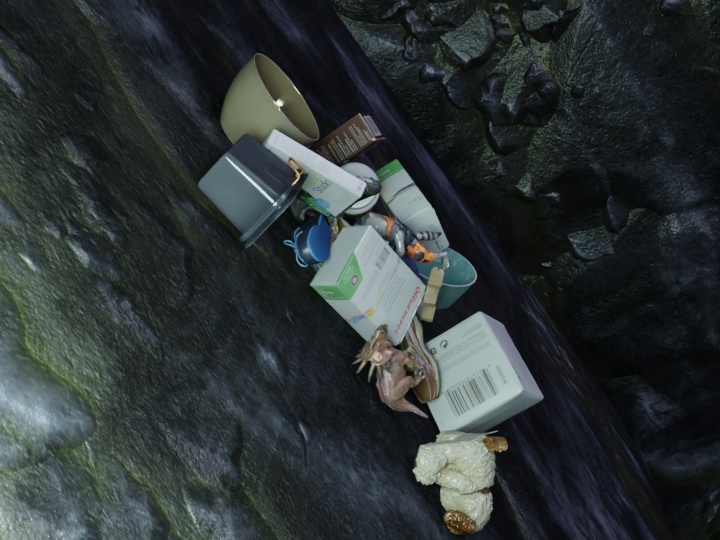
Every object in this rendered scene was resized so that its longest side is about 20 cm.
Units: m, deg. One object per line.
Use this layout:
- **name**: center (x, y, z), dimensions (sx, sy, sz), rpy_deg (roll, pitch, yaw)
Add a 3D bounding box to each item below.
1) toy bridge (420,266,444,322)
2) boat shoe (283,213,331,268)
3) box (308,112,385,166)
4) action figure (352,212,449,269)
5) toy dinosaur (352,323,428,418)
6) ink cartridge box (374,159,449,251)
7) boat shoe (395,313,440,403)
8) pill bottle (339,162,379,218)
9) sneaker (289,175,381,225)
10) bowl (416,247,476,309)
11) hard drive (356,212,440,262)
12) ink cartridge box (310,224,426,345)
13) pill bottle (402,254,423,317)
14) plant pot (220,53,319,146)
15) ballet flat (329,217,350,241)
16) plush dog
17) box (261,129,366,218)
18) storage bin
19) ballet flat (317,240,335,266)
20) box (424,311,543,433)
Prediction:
- **toy bridge**: center (0.144, 0.038, 1.751), dimensions (0.200, 0.027, 0.067), rpy_deg (92, 13, -66)
- **boat shoe**: center (-0.097, -0.047, 1.663), dimensions (0.200, 0.069, 0.084), rpy_deg (-66, 135, -76)
- **box**: center (-0.053, -0.260, 1.929), dimensions (0.075, 0.200, 0.100), rpy_deg (59, 18, -2)
- **action figure**: center (0.073, -0.074, 1.838), dimensions (0.193, 0.105, 0.200), rpy_deg (24, 12, -43)
- **toy dinosaur**: center (0.053, 0.195, 1.627), dimensions (0.136, 0.086, 0.200), rpy_deg (-23, 93, -65)
- **ink cartridge box**: center (0.112, -0.138, 2.041), dimensions (0.146, 0.084, 0.200), rpy_deg (59, 1, -43)
- **boat shoe**: center (0.098, 0.177, 1.811), dimensions (0.074, 0.076, 0.200), rpy_deg (-8, 72, -40)
- **pill bottle**: center (-0.016, -0.176, 1.938), dimensions (0.114, 0.114, 0.200), rpy_deg (57, -2, 0)
- **sneaker**: center (-0.051, -0.135, 1.789), dimensions (0.066, 0.200, 0.091), rpy_deg (116, -36, -71)
- **bowl**: center (0.168, 0.021, 2.133), dimensions (0.200, 0.105, 0.201), rpy_deg (17, 28, -10)
- **hard drive**: center (0.091, -0.084, 2.123), dimensions (0.200, 0.027, 0.132), rpy_deg (13, 31, -15)
- **ink cartridge box**: center (0.019, 0.031, 1.697), dimensions (0.200, 0.087, 0.145), rpy_deg (45, 60, -31)
- **pill bottle**: center (0.076, 0.023, 1.936), dimensions (0.111, 0.111, 0.200), rpy_deg (41, 23, -43)
- **plant pot**: center (-0.193, -0.300, 1.721), dimensions (0.200, 0.134, 0.200), rpy_deg (50, 18, -22)
- **ballet flat**: center (-0.025, -0.044, 1.856), dimensions (0.200, 0.064, 0.076), rpy_deg (59, 18, 5)
- **plush dog**: center (0.196, 0.389, 1.606), dimensions (0.200, 0.160, 0.172), rpy_deg (-4, 89, -69)
- **box**: center (-0.105, -0.176, 1.653), dimensions (0.200, 0.144, 0.036), rpy_deg (30, 66, -14)
- **storage bin**: center (-0.183, -0.154, 1.511), dimensions (0.134, 0.146, 0.200), rpy_deg (43, 20, -11)
- **ballet flat**: center (0.000, 0.000, 1.776), dimensions (0.200, 0.063, 0.069), rpy_deg (27, 29, -36)
- **box**: center (0.243, 0.228, 1.882), dimensions (0.171, 0.199, 0.200), rpy_deg (27, 34, -60)
